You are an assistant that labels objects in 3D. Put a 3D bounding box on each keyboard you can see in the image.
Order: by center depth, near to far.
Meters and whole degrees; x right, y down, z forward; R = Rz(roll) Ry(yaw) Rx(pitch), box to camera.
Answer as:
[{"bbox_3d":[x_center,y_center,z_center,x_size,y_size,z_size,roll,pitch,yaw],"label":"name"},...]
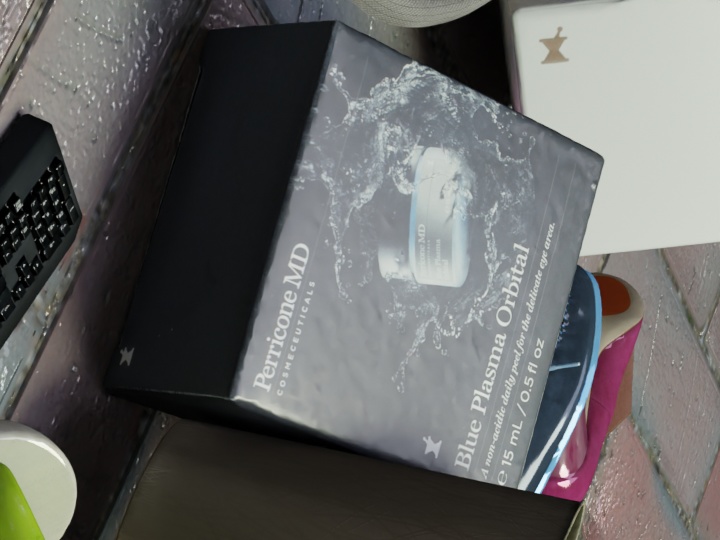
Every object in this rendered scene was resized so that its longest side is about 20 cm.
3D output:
[{"bbox_3d":[-0.177,0.017,1.164,0.201,0.039,0.104,-60,147,-34],"label":"keyboard"}]

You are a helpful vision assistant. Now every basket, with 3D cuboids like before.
[{"bbox_3d":[-0.014,0.158,1.251,0.136,0.199,0.181,94,17,-57],"label":"basket"}]

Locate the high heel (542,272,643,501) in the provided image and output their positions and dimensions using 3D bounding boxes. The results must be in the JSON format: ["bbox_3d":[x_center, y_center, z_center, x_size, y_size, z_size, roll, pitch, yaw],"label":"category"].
[{"bbox_3d":[0.129,0.078,1.612,0.200,0.067,0.097,-54,154,-56],"label":"high heel"}]

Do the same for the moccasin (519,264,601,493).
[{"bbox_3d":[0.079,0.083,1.479,0.068,0.080,0.201,26,77,-31],"label":"moccasin"}]

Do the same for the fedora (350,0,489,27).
[{"bbox_3d":[0.016,-0.213,1.270,0.200,0.090,0.178,-32,124,-43],"label":"fedora"}]

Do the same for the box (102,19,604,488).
[{"bbox_3d":[0.000,0.000,1.339,0.199,0.117,0.198,23,77,-36],"label":"box"}]

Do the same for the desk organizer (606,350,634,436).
[{"bbox_3d":[0.109,0.089,1.689,0.200,0.071,0.078,-36,132,-53],"label":"desk organizer"}]

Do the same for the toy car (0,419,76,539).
[{"bbox_3d":[-0.171,0.178,1.135,0.149,0.175,0.201,-19,129,-15],"label":"toy car"}]

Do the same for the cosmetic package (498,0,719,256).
[{"bbox_3d":[0.169,-0.133,1.553,0.200,0.166,0.167,-91,174,-59],"label":"cosmetic package"}]
